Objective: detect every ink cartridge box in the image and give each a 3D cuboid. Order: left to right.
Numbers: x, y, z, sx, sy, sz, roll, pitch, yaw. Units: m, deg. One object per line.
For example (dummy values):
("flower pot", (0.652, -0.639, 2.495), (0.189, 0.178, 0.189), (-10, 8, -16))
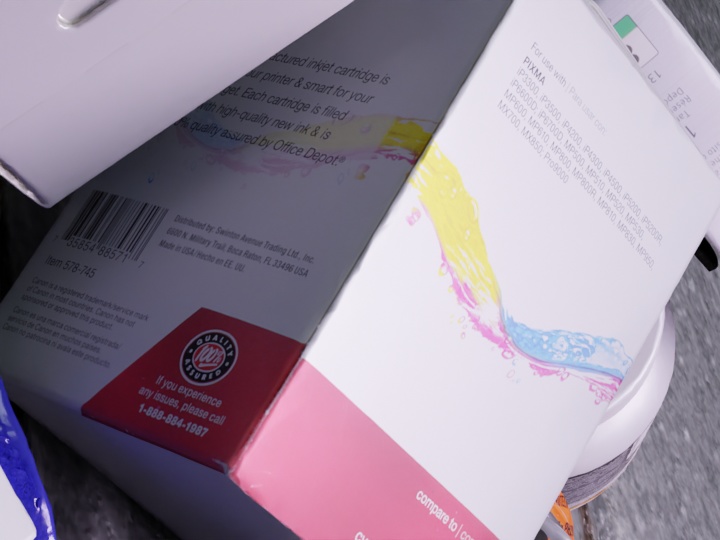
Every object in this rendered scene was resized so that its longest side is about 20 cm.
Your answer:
("ink cartridge box", (-0.088, -0.140, 0.802), (0.083, 0.146, 0.201), (47, 16, -44))
("ink cartridge box", (0.000, 0.000, 0.828), (0.145, 0.145, 0.201), (44, 71, -41))
("ink cartridge box", (0.137, -0.050, 0.962), (0.200, 0.050, 0.161), (47, 10, -15))

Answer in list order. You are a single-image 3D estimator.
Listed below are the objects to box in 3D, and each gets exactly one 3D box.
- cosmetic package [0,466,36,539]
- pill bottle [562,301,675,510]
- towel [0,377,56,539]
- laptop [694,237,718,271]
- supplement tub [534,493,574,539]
("cosmetic package", (-0.185, 0.043, 0.540), (0.200, 0.051, 0.152), (-33, 102, -45))
("pill bottle", (0.071, 0.035, 1.013), (0.200, 0.115, 0.117), (85, -11, -77))
("towel", (-0.155, 0.060, 0.672), (0.149, 0.049, 0.200), (66, 24, -4))
("laptop", (0.020, -0.073, 0.993), (0.187, 0.116, 0.201), (41, 13, -46))
("supplement tub", (0.026, 0.164, 0.884), (0.123, 0.122, 0.201), (53, 27, -31))
